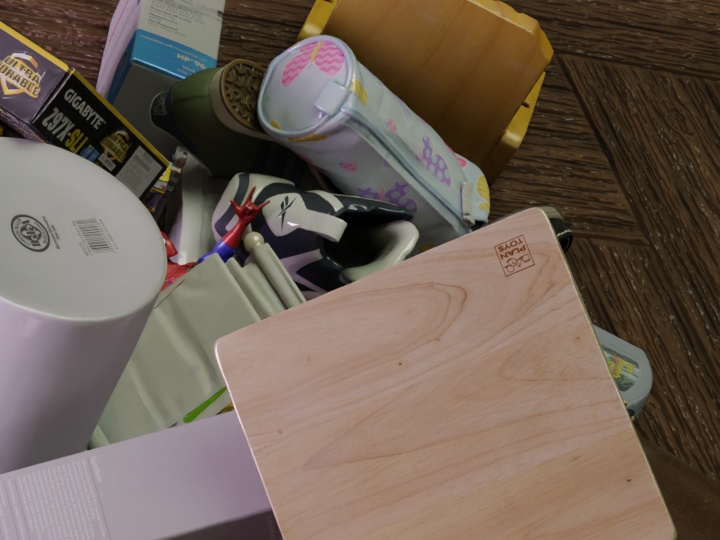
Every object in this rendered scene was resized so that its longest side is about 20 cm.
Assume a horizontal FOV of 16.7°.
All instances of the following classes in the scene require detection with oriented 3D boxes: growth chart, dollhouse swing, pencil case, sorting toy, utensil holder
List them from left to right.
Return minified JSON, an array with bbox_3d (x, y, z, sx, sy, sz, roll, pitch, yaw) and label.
[{"bbox_3d":[-0.226,0.043,1.499,0.170,0.200,0.170,18,38,-15],"label":"utensil holder"},{"bbox_3d":[-0.113,0.067,1.580,0.018,0.200,0.145,39,22,-55],"label":"growth chart"},{"bbox_3d":[0.012,-0.083,1.730,0.200,0.083,0.091,40,8,-43],"label":"pencil case"},{"bbox_3d":[0.065,-0.201,2.006,0.200,0.176,0.182,27,37,-3],"label":"dollhouse swing"},{"bbox_3d":[0.049,0.097,1.364,0.070,0.200,0.199,41,27,-76],"label":"sorting toy"}]

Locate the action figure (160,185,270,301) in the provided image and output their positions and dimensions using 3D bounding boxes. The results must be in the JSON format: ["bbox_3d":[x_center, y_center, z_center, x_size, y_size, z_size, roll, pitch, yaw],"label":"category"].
[{"bbox_3d":[-0.063,0.028,1.637,0.200,0.099,0.065,42,29,5],"label":"action figure"}]

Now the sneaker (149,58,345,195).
[{"bbox_3d":[-0.071,-0.092,1.772,0.200,0.090,0.067,32,56,-48],"label":"sneaker"}]

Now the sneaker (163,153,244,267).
[{"bbox_3d":[-0.084,-0.015,1.771,0.115,0.074,0.200,18,37,-11],"label":"sneaker"}]

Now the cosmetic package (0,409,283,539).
[{"bbox_3d":[-0.132,0.160,1.438,0.200,0.107,0.090,-14,48,-5],"label":"cosmetic package"}]

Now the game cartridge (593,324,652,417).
[{"bbox_3d":[0.147,0.069,1.800,0.133,0.041,0.200,31,16,5],"label":"game cartridge"}]

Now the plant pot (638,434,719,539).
[{"bbox_3d":[0.146,0.174,1.622,0.187,0.187,0.200,-16,51,-44],"label":"plant pot"}]

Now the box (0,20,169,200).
[{"bbox_3d":[-0.236,-0.128,1.585,0.200,0.049,0.160,33,-4,26],"label":"box"}]

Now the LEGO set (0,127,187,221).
[{"bbox_3d":[-0.207,-0.047,1.686,0.200,0.116,0.154,26,36,-4],"label":"LEGO set"}]

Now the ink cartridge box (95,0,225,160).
[{"bbox_3d":[-0.153,-0.164,1.862,0.068,0.116,0.200,20,38,-14],"label":"ink cartridge box"}]

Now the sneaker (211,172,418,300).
[{"bbox_3d":[0.000,0.000,1.720,0.129,0.080,0.199,14,-22,39],"label":"sneaker"}]

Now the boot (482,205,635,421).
[{"bbox_3d":[0.101,0.051,1.479,0.151,0.073,0.200,42,42,15],"label":"boot"}]
